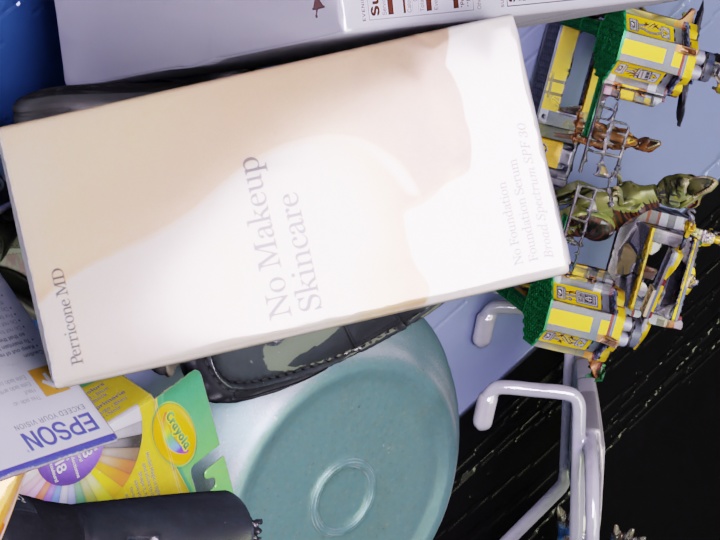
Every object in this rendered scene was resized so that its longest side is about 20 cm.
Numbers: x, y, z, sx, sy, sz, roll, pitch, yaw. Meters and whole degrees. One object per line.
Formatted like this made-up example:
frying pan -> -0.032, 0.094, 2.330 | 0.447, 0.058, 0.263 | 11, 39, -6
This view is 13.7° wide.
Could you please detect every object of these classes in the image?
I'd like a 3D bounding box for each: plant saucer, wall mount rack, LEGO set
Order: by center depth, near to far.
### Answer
LEGO set -> 0.144, -0.042, 1.476 | 0.115, 0.154, 0.201 | 13, 89, -16
plant saucer -> -0.018, 0.107, 1.484 | 0.200, 0.036, 0.201 | -20, 122, -35
wall mount rack -> 0.081, 0.116, 1.512 | 0.074, 0.200, 0.174 | 2, 110, 1

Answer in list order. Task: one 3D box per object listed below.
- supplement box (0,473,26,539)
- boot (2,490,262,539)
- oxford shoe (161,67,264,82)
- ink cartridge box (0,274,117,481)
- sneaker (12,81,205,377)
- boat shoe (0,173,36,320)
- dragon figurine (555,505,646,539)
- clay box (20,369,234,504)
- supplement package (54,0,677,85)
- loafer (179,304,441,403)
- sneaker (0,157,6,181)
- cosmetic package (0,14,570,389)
supplement box -> -0.235, 0.065, 1.181 | 0.199, 0.067, 0.069 | 22, 79, -19
boot -> -0.130, 0.189, 1.317 | 0.168, 0.076, 0.201 | 9, 96, -36
oxford shoe -> -0.007, -0.031, 1.364 | 0.199, 0.073, 0.085 | 20, 86, -13
ink cartridge box -> -0.220, 0.020, 1.132 | 0.196, 0.200, 0.043 | -17, 155, -48
sneaker -> -0.038, -0.020, 1.213 | 0.199, 0.076, 0.115 | -3, 100, -11
boat shoe -> -0.136, -0.012, 1.304 | 0.200, 0.057, 0.067 | 32, 87, -46
dragon figurine -> 0.107, 0.195, 1.588 | 0.200, 0.059, 0.100 | 107, 6, -53
clay box -> -0.150, 0.128, 1.361 | 0.200, 0.048, 0.115 | -31, 127, -27
supplement package -> 0.000, -0.165, 1.238 | 0.200, 0.191, 0.148 | -10, 93, -40
loafer -> 0.000, 0.000, 1.417 | 0.200, 0.070, 0.068 | -31, 100, -30
sneaker -> -0.052, -0.037, 1.283 | 0.199, 0.074, 0.082 | -13, 105, -12
cosmetic package -> -0.031, -0.026, 1.138 | 0.199, 0.071, 0.106 | -14, 91, -5
